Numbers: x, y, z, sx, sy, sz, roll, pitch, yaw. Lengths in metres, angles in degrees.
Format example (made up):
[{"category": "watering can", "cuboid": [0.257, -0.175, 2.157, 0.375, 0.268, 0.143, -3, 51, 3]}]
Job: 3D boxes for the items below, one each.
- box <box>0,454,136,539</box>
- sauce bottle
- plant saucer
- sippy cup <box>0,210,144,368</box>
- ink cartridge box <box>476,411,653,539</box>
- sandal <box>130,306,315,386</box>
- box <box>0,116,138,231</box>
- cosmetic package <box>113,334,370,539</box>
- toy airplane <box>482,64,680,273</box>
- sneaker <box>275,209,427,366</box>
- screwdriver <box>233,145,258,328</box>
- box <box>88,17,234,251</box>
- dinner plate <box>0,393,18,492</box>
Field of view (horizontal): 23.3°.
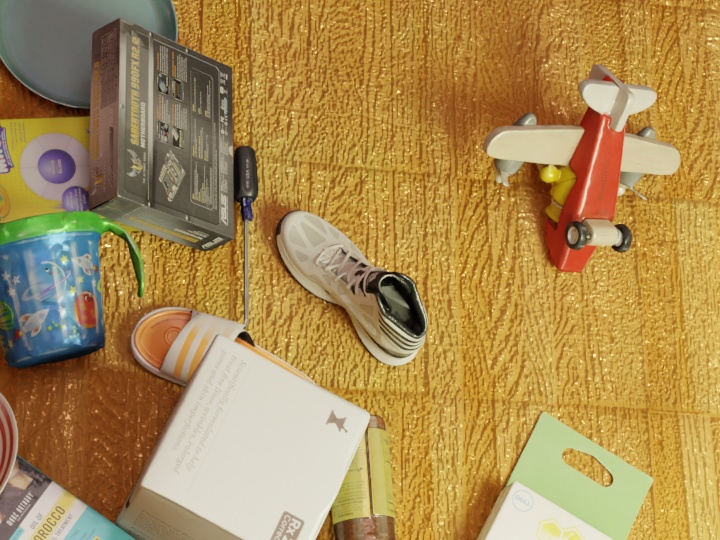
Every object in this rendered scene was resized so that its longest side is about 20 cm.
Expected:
[{"category": "box", "cuboid": [-0.301, 0.244, 1.640, 0.199, 0.049, 0.083, 35, 64, -1]}, {"category": "sauce bottle", "cuboid": [0.002, 0.244, 1.719, 0.065, 0.066, 0.202, 3, 69, -15]}, {"category": "plant saucer", "cuboid": [-0.293, -0.258, 1.847, 0.198, 0.027, 0.202, 5, 68, -13]}, {"category": "sippy cup", "cuboid": [-0.306, 0.022, 1.687, 0.177, 0.139, 0.131, -15, 83, 21]}, {"category": "ink cartridge box", "cuboid": [0.211, 0.257, 1.784, 0.145, 0.048, 0.201, 31, 67, -2]}, {"category": "sandal", "cuboid": [-0.127, 0.088, 1.744, 0.205, 0.059, 0.080, 23, 65, -6]}, {"category": "box", "cuboid": [-0.320, -0.096, 1.767, 0.198, 0.048, 0.118, -5, 71, -16]}, {"category": "cosmetic package", "cuboid": [-0.115, 0.191, 1.630, 0.164, 0.200, 0.166, 28, 64, -4]}, {"category": "toy airplane", "cuboid": [0.239, -0.125, 1.886, 0.199, 0.141, 0.200, -43, 119, -13]}, {"category": "sneaker", "cuboid": [0.000, 0.000, 1.783, 0.201, 0.115, 0.076, 46, 65, 5]}, {"category": "screwdriver", "cuboid": [-0.116, -0.035, 1.814, 0.029, 0.028, 0.202, 12, 66, -43]}, {"category": "box", "cuboid": [-0.200, -0.136, 1.772, 0.158, 0.048, 0.202, 19, 60, -44]}, {"category": "dinner plate", "cuboid": [-0.408, 0.182, 1.609, 0.198, 0.024, 0.201, -8, 53, 10]}]
